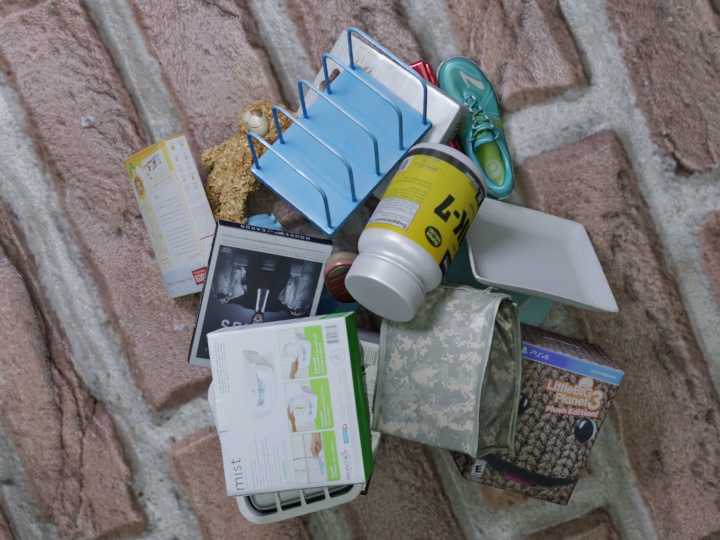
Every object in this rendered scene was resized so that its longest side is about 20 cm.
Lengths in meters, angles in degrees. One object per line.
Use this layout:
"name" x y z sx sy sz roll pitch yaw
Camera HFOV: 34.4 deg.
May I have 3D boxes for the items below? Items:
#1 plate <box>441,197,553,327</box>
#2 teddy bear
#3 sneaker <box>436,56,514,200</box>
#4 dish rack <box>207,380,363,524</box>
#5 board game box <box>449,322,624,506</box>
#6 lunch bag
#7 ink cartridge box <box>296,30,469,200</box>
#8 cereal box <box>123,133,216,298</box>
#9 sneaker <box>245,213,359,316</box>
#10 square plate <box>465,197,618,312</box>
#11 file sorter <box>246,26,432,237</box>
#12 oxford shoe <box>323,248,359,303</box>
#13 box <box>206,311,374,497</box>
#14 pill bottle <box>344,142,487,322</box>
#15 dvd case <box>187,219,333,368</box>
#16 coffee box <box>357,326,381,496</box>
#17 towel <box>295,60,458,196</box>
"plate" 0.173 -0.002 1.560 0.198 0.026 0.203 1 79 -6
"teddy bear" -0.159 -0.138 1.537 0.067 0.145 0.200 33 102 -38
"sneaker" 0.161 -0.191 1.544 0.077 0.080 0.202 -23 93 3
"dish rack" -0.093 0.211 1.496 0.170 0.044 0.202 -17 90 11
"board game box" 0.228 0.185 1.535 0.158 0.097 0.202 16 104 -15
"lunch bag" 0.111 0.113 1.441 0.163 0.117 0.203 8 95 37
"ink cartridge box" 0.022 -0.197 1.539 0.199 0.047 0.161 36 105 19
"cereal box" -0.241 -0.068 1.535 0.039 0.143 0.202 -22 96 -33
"sneaker" -0.090 -0.014 1.569 0.199 0.131 0.080 28 108 -37
"square plate" 0.217 -0.020 1.488 0.196 0.201 0.029 14 123 -15
"file sorter" -0.027 -0.175 1.426 0.138 0.123 0.200 38 76 16
"oxford shoe" 0.000 0.000 1.512 0.070 0.200 0.076 -22 69 16
"box" -0.085 0.162 1.421 0.174 0.097 0.202 -8 91 8
"pill bottle" 0.066 -0.046 1.415 0.114 0.114 0.201 30 67 -2
"dvd case" -0.129 0.041 1.481 0.149 0.025 0.202 10 114 -13
"coffee box" -0.004 0.186 1.563 0.079 0.113 0.202 13 96 0
"towel" 0.023 -0.181 1.565 0.198 0.022 0.146 -20 95 12
